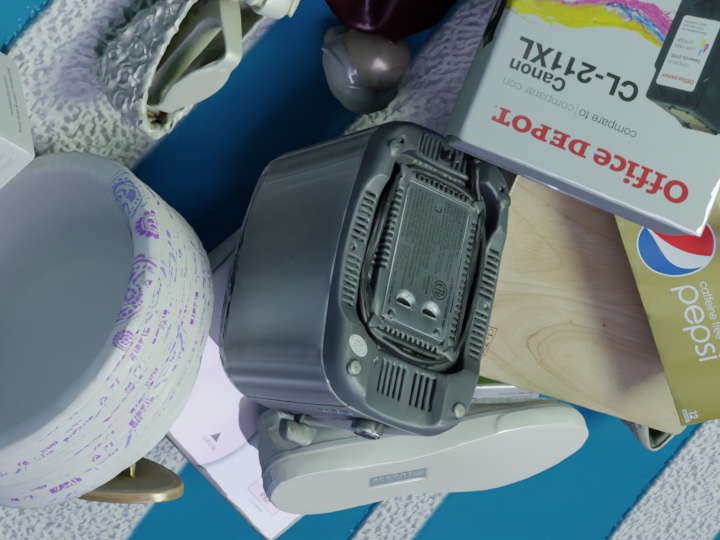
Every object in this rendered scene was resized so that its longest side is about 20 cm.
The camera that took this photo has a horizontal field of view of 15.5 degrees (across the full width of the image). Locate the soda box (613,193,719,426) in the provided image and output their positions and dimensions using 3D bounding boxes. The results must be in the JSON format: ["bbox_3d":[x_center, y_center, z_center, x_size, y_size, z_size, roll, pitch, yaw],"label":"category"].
[{"bbox_3d":[0.193,-0.010,1.548,0.064,0.068,0.200,-12,122,14],"label":"soda box"}]

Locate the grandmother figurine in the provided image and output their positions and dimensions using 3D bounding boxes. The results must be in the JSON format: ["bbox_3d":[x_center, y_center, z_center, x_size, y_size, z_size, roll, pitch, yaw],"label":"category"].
[{"bbox_3d":[0.029,-0.167,1.463,0.121,0.061,0.200,-1,137,-29],"label":"grandmother figurine"}]

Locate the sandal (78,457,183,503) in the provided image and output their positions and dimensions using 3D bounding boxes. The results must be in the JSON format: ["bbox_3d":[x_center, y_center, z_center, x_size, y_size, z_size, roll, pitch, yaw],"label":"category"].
[{"bbox_3d":[-0.176,0.086,1.598,0.077,0.212,0.070,-5,100,-31],"label":"sandal"}]

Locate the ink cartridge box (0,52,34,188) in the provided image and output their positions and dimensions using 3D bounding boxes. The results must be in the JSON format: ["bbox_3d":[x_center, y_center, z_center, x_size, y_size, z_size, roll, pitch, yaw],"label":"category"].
[{"bbox_3d":[-0.299,-0.086,1.418,0.146,0.083,0.200,-39,135,22],"label":"ink cartridge box"}]

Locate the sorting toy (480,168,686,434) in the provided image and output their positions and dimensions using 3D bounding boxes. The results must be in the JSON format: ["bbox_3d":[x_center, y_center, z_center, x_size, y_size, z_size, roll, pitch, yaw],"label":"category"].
[{"bbox_3d":[0.147,-0.023,1.613,0.200,0.070,0.199,18,102,-32],"label":"sorting toy"}]

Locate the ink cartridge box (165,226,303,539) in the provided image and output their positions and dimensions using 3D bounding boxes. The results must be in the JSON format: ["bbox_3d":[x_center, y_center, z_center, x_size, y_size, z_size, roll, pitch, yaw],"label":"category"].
[{"bbox_3d":[-0.033,0.044,1.604,0.200,0.057,0.163,-38,113,7],"label":"ink cartridge box"}]

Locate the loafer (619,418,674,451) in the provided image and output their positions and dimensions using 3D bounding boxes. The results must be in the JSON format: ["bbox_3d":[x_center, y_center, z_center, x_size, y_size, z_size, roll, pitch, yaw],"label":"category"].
[{"bbox_3d":[0.223,0.037,1.745,0.070,0.070,0.200,1,135,-20],"label":"loafer"}]

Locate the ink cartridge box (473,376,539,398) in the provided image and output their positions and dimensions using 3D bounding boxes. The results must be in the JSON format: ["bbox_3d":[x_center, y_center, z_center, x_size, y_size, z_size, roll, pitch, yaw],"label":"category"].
[{"bbox_3d":[0.041,0.050,1.690,0.147,0.076,0.200,-1,137,-19],"label":"ink cartridge box"}]

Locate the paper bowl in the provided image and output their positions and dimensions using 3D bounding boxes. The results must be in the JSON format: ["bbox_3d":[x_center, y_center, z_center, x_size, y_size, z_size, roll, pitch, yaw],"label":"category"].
[{"bbox_3d":[-0.170,0.041,1.512,0.200,0.201,0.104,-33,136,16],"label":"paper bowl"}]

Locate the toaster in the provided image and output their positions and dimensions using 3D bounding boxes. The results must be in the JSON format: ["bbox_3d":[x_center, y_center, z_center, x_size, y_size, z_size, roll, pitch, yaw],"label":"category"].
[{"bbox_3d":[0.000,0.000,1.500,0.113,0.201,0.129,23,161,-36],"label":"toaster"}]

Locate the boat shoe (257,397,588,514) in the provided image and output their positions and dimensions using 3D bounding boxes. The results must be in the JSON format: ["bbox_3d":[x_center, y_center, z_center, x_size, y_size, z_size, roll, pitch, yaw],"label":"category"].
[{"bbox_3d":[0.035,0.096,1.587,0.199,0.069,0.072,-12,149,-6],"label":"boat shoe"}]

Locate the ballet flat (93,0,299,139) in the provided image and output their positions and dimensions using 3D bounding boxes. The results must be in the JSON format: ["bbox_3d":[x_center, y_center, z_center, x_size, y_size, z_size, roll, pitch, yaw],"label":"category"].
[{"bbox_3d":[-0.068,-0.146,1.450,0.072,0.072,0.200,22,125,-36],"label":"ballet flat"}]

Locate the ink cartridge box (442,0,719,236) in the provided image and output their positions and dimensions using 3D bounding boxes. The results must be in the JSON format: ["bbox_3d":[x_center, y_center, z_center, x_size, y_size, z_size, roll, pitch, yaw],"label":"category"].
[{"bbox_3d":[0.149,-0.134,1.417,0.145,0.083,0.201,22,91,-5],"label":"ink cartridge box"}]
